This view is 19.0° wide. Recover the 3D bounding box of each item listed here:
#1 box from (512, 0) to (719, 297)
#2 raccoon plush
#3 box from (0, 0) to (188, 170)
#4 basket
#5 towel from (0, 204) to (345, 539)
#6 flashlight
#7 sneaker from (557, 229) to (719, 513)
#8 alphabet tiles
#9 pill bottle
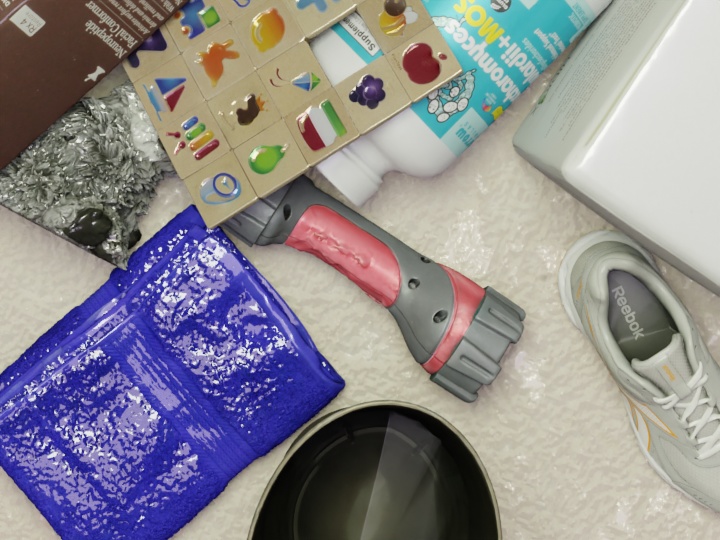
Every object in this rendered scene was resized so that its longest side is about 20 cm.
[{"bbox_3d":[0.228,-0.088,1.211,0.198,0.171,0.201,34,95,-9],"label":"box"},{"bbox_3d":[-0.174,-0.095,1.262,0.199,0.097,0.135,28,87,-2],"label":"raccoon plush"},{"bbox_3d":[-0.193,-0.136,1.191,0.200,0.100,0.075,-41,62,6],"label":"box"},{"bbox_3d":[0.005,0.146,1.226,0.135,0.200,0.182,13,96,-2],"label":"basket"},{"bbox_3d":[-0.126,0.077,1.294,0.200,0.050,0.148,-40,93,3],"label":"towel"},{"bbox_3d":[0.000,0.000,1.278,0.199,0.068,0.068,32,84,-5],"label":"flashlight"},{"bbox_3d":[0.185,0.070,1.274,0.076,0.092,0.200,-36,94,4],"label":"sneaker"},{"bbox_3d":[-0.059,-0.148,1.216,0.167,0.008,0.201,-31,71,6],"label":"alphabet tiles"},{"bbox_3d":[0.045,-0.131,1.246,0.111,0.111,0.200,44,94,-4],"label":"pill bottle"}]
